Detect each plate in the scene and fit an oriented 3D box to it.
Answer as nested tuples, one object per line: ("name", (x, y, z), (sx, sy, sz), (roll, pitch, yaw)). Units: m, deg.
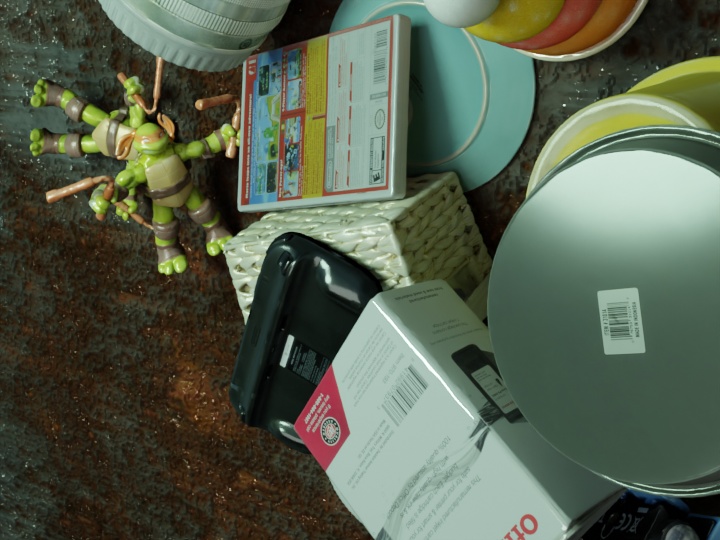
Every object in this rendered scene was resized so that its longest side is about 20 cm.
("plate", (0.048, -0.155, 0.796), (0.199, 0.026, 0.202), (14, 118, 28))

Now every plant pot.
("plant pot", (0.206, -0.039, 0.603), (0.200, 0.188, 0.202), (3, 94, 40))

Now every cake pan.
("cake pan", (0.149, 0.024, 0.509), (0.199, 0.037, 0.202), (4, 96, 40))

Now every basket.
("basket", (0.000, 0.000, 0.821), (0.199, 0.135, 0.124), (-5, 111, 36))

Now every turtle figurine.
("turtle figurine", (-0.252, -0.147, 0.977), (0.160, 0.065, 0.201), (17, 127, 8))
("turtle figurine", (-0.190, -0.076, 0.913), (0.064, 0.199, 0.162), (37, 151, 42))

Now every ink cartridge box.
("ink cartridge box", (0.062, 0.130, 0.670), (0.200, 0.083, 0.146), (49, 127, 25))

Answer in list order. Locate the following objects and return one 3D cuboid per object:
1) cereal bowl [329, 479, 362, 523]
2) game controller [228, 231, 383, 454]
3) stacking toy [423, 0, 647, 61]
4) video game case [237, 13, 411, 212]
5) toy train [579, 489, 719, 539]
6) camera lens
("cereal bowl", (0.042, 0.186, 0.916), (0.199, 0.083, 0.201), (15, 119, 29))
("game controller", (-0.048, 0.065, 0.782), (0.104, 0.042, 0.201), (24, 126, 6))
("stacking toy", (0.102, -0.196, 0.626), (0.145, 0.200, 0.147), (13, 117, 27))
("video game case", (-0.036, -0.126, 0.813), (0.199, 0.017, 0.144), (-1, 86, 46))
("toy train", (0.220, 0.218, 0.749), (0.114, 0.087, 0.200), (35, 164, -5))
("camera lens", (-0.109, -0.281, 0.760), (0.160, 0.160, 0.200), (46, 129, 9))
